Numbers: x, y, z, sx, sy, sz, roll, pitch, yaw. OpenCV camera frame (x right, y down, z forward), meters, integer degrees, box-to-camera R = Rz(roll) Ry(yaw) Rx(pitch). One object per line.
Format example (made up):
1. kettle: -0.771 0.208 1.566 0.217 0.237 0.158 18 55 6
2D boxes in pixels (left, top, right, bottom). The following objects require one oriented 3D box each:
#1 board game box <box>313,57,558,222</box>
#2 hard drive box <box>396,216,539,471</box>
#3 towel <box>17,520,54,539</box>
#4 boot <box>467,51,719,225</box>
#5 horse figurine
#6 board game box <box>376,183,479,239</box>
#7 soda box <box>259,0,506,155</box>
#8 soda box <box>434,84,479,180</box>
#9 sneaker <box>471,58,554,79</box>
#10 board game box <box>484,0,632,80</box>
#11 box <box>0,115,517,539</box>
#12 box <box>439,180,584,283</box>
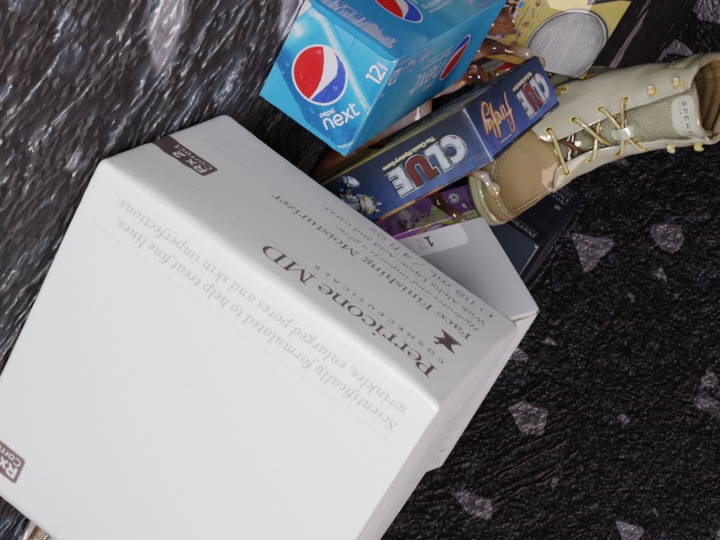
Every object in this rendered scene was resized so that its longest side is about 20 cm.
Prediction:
1. board game box: 0.015 -0.059 0.860 0.199 0.035 0.135 -26 -172 32
2. hard drive box: 0.003 0.070 0.887 0.155 0.077 0.200 -15 151 -28
3. towel: -0.182 0.155 0.958 0.201 0.034 0.133 -54 173 -15
4. boot: 0.185 -0.103 1.042 0.154 0.072 0.200 0 -148 44
5. horse figurine: 0.048 -0.110 0.979 0.050 0.132 0.201 -65 174 -61
6. board game box: 0.000 0.000 1.071 0.199 0.032 0.120 -18 157 -24
7. soda box: 0.020 -0.138 0.836 0.068 0.064 0.200 -59 170 30
8. soda box: 0.096 -0.116 1.192 0.200 0.070 0.064 31 68 -87
9. sneaker: 0.132 -0.206 1.157 0.200 0.074 0.091 -30 -123 60
10. board game box: 0.148 -0.236 0.983 0.135 0.035 0.201 8 130 -28
11. box: -0.062 0.064 0.706 0.201 0.198 0.131 -59 170 26
12. box: 0.125 -0.053 1.438 0.107 0.148 0.200 -59 171 27
